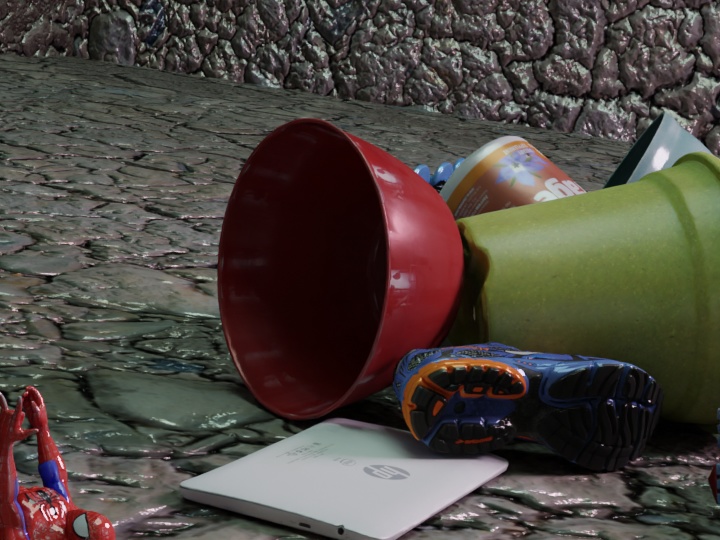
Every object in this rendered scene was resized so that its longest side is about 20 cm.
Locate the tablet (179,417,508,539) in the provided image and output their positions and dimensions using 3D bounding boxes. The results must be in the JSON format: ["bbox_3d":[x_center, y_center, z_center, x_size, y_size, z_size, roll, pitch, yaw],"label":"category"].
[{"bbox_3d":[-0.004,0.121,1.036,0.130,0.014,0.200,11,12,24],"label":"tablet"}]

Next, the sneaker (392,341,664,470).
[{"bbox_3d":[0.109,0.076,1.120,0.199,0.076,0.078,11,15,-27],"label":"sneaker"}]

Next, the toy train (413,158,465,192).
[{"bbox_3d":[0.094,-0.042,1.692,0.086,0.115,0.200,19,14,21],"label":"toy train"}]

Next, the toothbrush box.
[{"bbox_3d":[-0.004,0.022,1.367,0.146,0.086,0.200,5,10,-8],"label":"toothbrush box"}]

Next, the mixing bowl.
[{"bbox_3d":[0.000,0.000,1.185,0.108,0.201,0.200,2,11,-36],"label":"mixing bowl"}]

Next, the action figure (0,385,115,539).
[{"bbox_3d":[-0.199,0.088,0.879,0.200,0.099,0.065,15,15,31],"label":"action figure"}]

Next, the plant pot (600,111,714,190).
[{"bbox_3d":[0.268,-0.021,1.548,0.134,0.201,0.200,33,12,0],"label":"plant pot"}]

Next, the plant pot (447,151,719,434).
[{"bbox_3d":[0.159,0.022,1.220,0.184,0.201,0.200,-4,12,-10],"label":"plant pot"}]

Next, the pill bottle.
[{"bbox_3d":[0.160,-0.009,1.410,0.200,0.112,0.112,43,28,25],"label":"pill bottle"}]

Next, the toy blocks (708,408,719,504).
[{"bbox_3d":[0.286,0.113,1.084,0.136,0.100,0.200,0,3,40],"label":"toy blocks"}]
